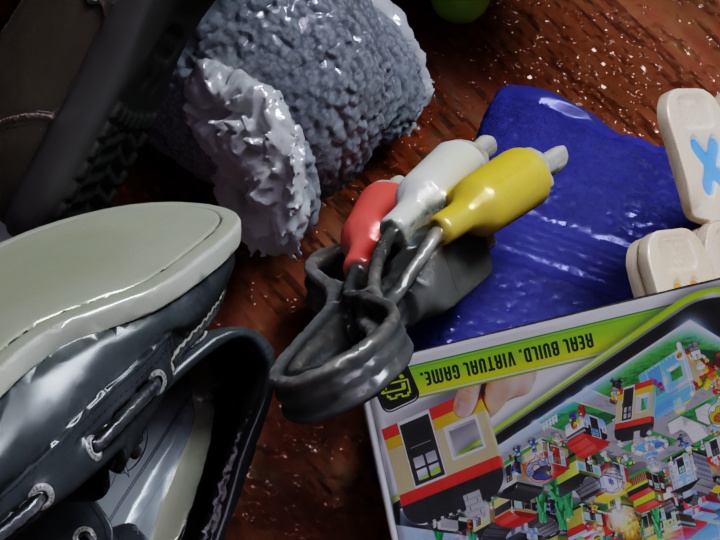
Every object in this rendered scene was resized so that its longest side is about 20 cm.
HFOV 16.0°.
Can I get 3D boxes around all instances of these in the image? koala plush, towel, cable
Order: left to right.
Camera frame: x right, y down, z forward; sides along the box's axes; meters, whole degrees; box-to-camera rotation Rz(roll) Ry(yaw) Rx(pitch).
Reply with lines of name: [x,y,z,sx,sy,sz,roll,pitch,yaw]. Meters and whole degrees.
koala plush: [-0.055,-0.108,0.942,0.201,0.183,0.177,57,27,-6]
cable: [0.000,0.000,0.868,0.200,0.097,0.051,-36,110,-61]
towel: [0.093,0.027,0.960,0.147,0.050,0.201,18,48,4]

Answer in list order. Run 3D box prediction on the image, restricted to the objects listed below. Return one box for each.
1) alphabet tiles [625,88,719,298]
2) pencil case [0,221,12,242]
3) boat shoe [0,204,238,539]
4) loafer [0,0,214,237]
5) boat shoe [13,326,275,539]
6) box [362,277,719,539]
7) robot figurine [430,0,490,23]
alphabet tiles: [0.162,0.028,0.932,0.199,0.015,0.197,-7,79,-53]
pencil case: [-0.194,-0.016,0.862,0.199,0.085,0.085,15,85,-9]
boat shoe: [-0.095,0.041,0.731,0.074,0.067,0.199,2,24,25]
loafer: [-0.079,-0.107,0.821,0.071,0.073,0.201,27,84,8]
boat shoe: [-0.077,0.088,0.783,0.075,0.066,0.200,58,39,-23]
box: [0.105,0.062,0.829,0.035,0.199,0.111,4,72,-71]
robot figurine: [0.027,-0.190,1.034,0.199,0.176,0.116,16,63,35]
